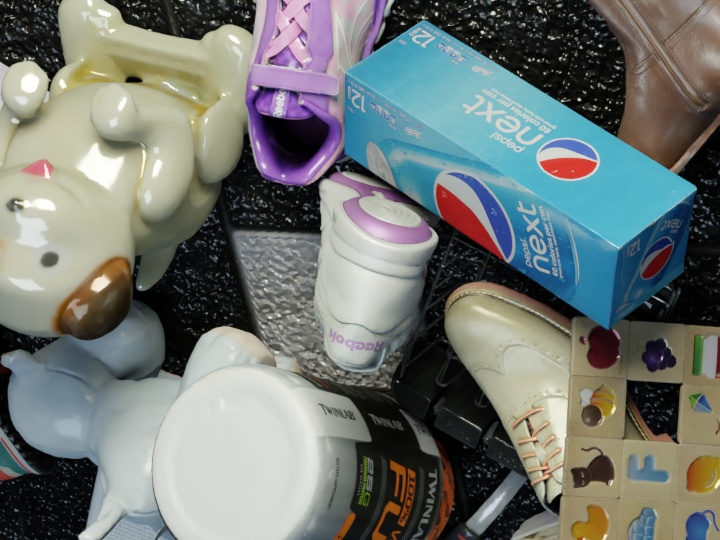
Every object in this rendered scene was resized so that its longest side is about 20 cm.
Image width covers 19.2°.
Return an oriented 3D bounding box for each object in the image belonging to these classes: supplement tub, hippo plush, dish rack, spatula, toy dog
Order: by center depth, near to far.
[{"bbox_3d":[-0.164,-0.045,1.254,0.139,0.200,0.194,22,131,10],"label":"toy dog"},{"bbox_3d":[0.106,0.036,1.275,0.153,0.055,0.200,28,129,12],"label":"dish rack"},{"bbox_3d":[-0.028,0.128,1.314,0.122,0.200,0.123,-6,78,29],"label":"supplement tub"},{"bbox_3d":[-0.147,0.108,1.395,0.161,0.200,0.159,26,153,30],"label":"hippo plush"},{"bbox_3d":[0.083,0.157,1.399,0.056,0.021,0.200,39,123,-1],"label":"spatula"}]

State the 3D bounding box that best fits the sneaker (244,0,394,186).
[{"bbox_3d":[-0.030,-0.129,1.202,0.080,0.089,0.200,14,128,17],"label":"sneaker"}]

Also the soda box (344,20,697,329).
[{"bbox_3d":[0.083,-0.055,1.165,0.200,0.068,0.064,35,144,30],"label":"soda box"}]

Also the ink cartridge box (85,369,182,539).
[{"bbox_3d":[-0.107,0.166,1.504,0.161,0.050,0.200,19,112,12],"label":"ink cartridge box"}]

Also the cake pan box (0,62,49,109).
[{"bbox_3d":[-0.278,-0.015,1.333,0.052,0.200,0.184,35,138,-14],"label":"cake pan box"}]

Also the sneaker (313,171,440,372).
[{"bbox_3d":[0.000,0.000,1.214,0.075,0.200,0.100,16,101,1],"label":"sneaker"}]

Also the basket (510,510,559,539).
[{"bbox_3d":[0.194,0.212,1.318,0.200,0.123,0.136,-24,112,33],"label":"basket"}]

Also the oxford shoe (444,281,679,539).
[{"bbox_3d":[0.117,0.091,1.217,0.200,0.074,0.071,45,133,0],"label":"oxford shoe"}]

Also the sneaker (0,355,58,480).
[{"bbox_3d":[-0.296,0.072,1.492,0.093,0.070,0.200,-18,118,28],"label":"sneaker"}]

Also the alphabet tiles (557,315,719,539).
[{"bbox_3d":[0.191,0.131,1.200,0.167,0.200,0.008,5,177,-14],"label":"alphabet tiles"}]

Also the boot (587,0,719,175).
[{"bbox_3d":[0.125,-0.143,1.140,0.200,0.064,0.186,47,137,-5],"label":"boot"}]
